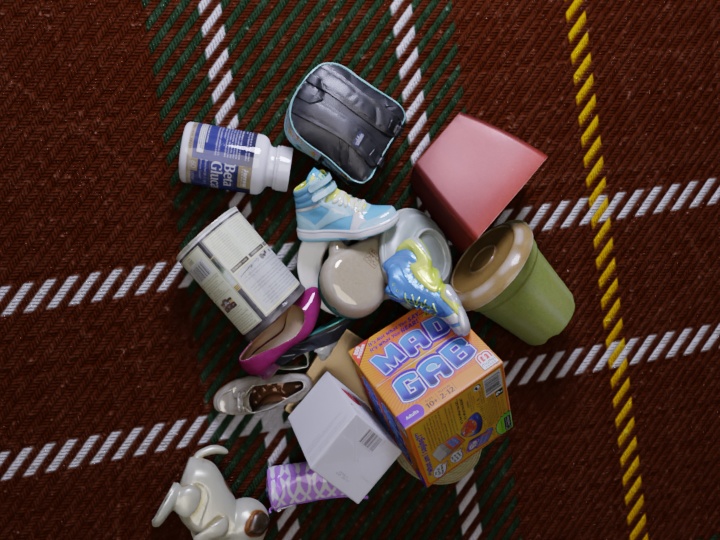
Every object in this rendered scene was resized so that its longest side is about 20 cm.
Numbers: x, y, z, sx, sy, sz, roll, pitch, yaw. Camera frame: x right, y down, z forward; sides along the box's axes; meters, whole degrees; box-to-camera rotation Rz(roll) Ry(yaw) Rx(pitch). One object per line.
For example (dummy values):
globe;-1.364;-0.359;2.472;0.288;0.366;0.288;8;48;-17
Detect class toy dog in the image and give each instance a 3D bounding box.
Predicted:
toy dog;-0.267;0.453;1.262;0.199;0.140;0.195;33;57;-7

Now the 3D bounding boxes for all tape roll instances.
tape roll;-0.027;-0.011;1.309;0.199;0.037;0.207;0;92;-8

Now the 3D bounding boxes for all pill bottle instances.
pill bottle;-0.227;-0.202;1.238;0.197;0.111;0.113;8;91;-7

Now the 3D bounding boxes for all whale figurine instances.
whale figurine;0.000;0.000;1.258;0.158;0.104;0.201;37;63;-6

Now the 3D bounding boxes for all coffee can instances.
coffee can;-0.218;0.007;1.230;0.146;0.146;0.201;-41;96;-4

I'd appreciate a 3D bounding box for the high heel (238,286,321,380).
high heel;-0.142;0.105;1.219;0.067;0.096;0.202;23;76;27

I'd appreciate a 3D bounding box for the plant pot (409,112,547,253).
plant pot;0.202;-0.175;1.261;0.176;0.200;0.200;42;87;4

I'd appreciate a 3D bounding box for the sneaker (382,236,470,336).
sneaker;0.107;0.045;1.164;0.104;0.076;0.202;-32;67;4

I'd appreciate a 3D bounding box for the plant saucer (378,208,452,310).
plant saucer;0.120;-0.024;1.265;0.198;0.050;0.204;13;70;-41

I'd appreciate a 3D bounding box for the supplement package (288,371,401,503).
supplement package;-0.034;0.293;1.205;0.121;0.200;0.120;42;88;-22

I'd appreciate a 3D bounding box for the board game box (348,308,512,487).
board game box;0.128;0.215;1.206;0.198;0.200;0.202;-31;135;-12

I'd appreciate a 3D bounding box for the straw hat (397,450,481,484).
straw hat;0.163;0.340;1.321;0.197;0.085;0.205;0;93;-7

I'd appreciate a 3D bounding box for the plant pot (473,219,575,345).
plant pot;0.305;0.039;1.289;0.184;0.200;0.201;39;87;-19

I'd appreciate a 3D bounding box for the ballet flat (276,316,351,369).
ballet flat;-0.100;0.147;1.286;0.197;0.073;0.074;-21;95;6

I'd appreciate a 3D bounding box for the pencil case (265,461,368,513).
pencil case;-0.088;0.411;1.292;0.197;0.084;0.087;-8;59;-5

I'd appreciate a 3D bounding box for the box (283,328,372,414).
box;-0.033;0.230;1.324;0.162;0.021;0.202;32;88;-7

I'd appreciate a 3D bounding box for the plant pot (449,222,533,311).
plant pot;0.231;-0.015;1.232;0.027;0.200;0.201;39;88;-17

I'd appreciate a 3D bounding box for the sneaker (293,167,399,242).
sneaker;-0.034;-0.126;1.207;0.197;0.080;0.132;-6;113;14

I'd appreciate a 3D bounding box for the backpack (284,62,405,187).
backpack;-0.041;-0.272;1.237;0.199;0.153;0.177;33;86;-18

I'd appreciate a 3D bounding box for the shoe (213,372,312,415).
shoe;-0.191;0.234;1.281;0.197;0.053;0.071;-13;89;3
